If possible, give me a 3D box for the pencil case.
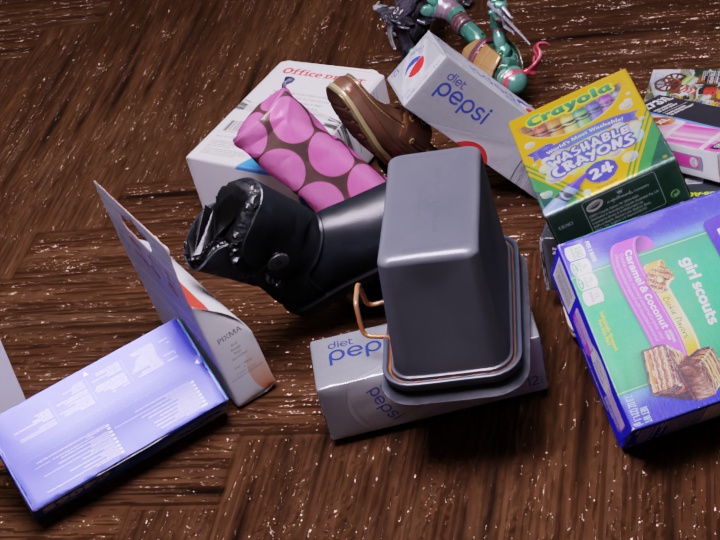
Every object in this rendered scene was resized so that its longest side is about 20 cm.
[{"bbox_3d":[-0.031,-0.098,1.490,0.091,0.200,0.094,-47,8,-2],"label":"pencil case"}]

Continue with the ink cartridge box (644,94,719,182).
[{"bbox_3d":[0.304,-0.134,1.437,0.095,0.037,0.200,-27,27,-30],"label":"ink cartridge box"}]

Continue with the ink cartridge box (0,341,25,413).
[{"bbox_3d":[-0.413,0.077,1.423,0.084,0.146,0.200,-33,41,-25],"label":"ink cartridge box"}]

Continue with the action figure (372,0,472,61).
[{"bbox_3d":[0.064,-0.336,1.823,0.102,0.119,0.200,19,38,24],"label":"action figure"}]

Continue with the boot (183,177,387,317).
[{"bbox_3d":[-0.044,-0.042,1.340,0.200,0.168,0.077,-36,54,21],"label":"boot"}]

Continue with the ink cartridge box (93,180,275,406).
[{"bbox_3d":[-0.164,0.012,1.374,0.050,0.200,0.162,-32,40,-18],"label":"ink cartridge box"}]

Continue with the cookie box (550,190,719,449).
[{"bbox_3d":[0.283,0.033,1.229,0.200,0.075,0.172,-19,73,-4],"label":"cookie box"}]

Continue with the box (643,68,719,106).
[{"bbox_3d":[0.356,-0.141,1.525,0.136,0.038,0.200,2,40,21],"label":"box"}]

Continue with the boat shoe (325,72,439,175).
[{"bbox_3d":[0.034,-0.142,1.498,0.068,0.200,0.072,-45,45,0],"label":"boat shoe"}]

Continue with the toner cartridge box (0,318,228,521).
[{"bbox_3d":[-0.229,0.134,1.334,0.200,0.043,0.095,-29,75,-18],"label":"toner cartridge box"}]

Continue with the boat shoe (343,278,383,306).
[{"bbox_3d":[0.000,0.000,1.442,0.200,0.072,0.065,9,42,24],"label":"boat shoe"}]

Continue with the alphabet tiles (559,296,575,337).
[{"bbox_3d":[0.285,0.013,1.365,0.199,0.015,0.196,-12,30,4],"label":"alphabet tiles"}]

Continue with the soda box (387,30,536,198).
[{"bbox_3d":[0.125,-0.155,1.494,0.068,0.200,0.063,-48,34,16],"label":"soda box"}]

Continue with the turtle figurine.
[{"bbox_3d":[0.133,-0.242,1.691,0.150,0.101,0.200,-59,39,10],"label":"turtle figurine"}]

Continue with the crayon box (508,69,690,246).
[{"bbox_3d":[0.215,-0.113,1.379,0.125,0.052,0.200,-25,34,9],"label":"crayon box"}]

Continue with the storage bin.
[{"bbox_3d":[0.061,-0.005,1.242,0.145,0.135,0.200,-7,36,11],"label":"storage bin"}]

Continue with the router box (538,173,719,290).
[{"bbox_3d":[0.279,-0.047,1.391,0.199,0.062,0.150,-2,33,20],"label":"router box"}]

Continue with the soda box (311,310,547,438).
[{"bbox_3d":[0.060,0.084,1.304,0.199,0.064,0.068,-13,37,2],"label":"soda box"}]

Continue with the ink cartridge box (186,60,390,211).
[{"bbox_3d":[-0.073,-0.141,1.635,0.146,0.084,0.200,12,45,31],"label":"ink cartridge box"}]
